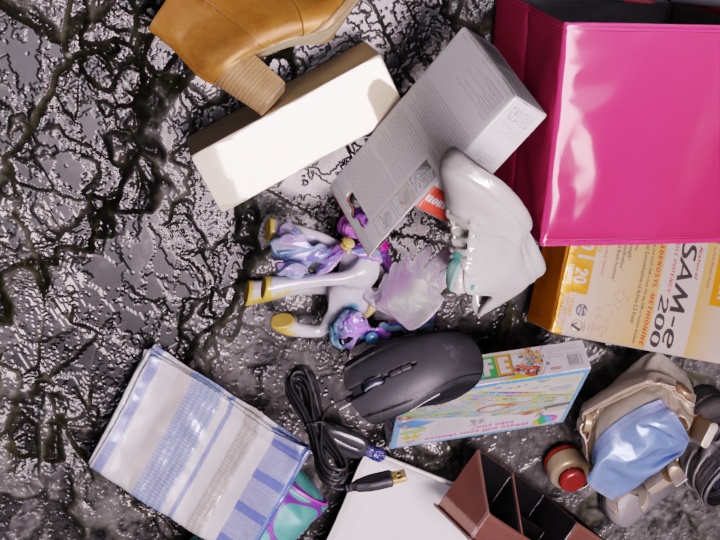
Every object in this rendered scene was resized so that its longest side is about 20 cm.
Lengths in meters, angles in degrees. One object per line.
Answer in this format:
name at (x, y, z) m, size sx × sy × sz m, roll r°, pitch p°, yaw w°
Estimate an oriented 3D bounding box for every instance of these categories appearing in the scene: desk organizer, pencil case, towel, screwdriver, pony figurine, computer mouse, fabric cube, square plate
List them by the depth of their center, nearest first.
fabric cube at (0.239, -0.151, 1.177) m, size 0.194 × 0.200 × 0.202 m, roll -3°, pitch 112°, yaw -12°
computer mouse at (0.036, 0.130, 1.189) m, size 0.198 × 0.046 × 0.142 m, roll -13°, pitch 68°, yaw -10°
pony figurine at (0.000, 0.000, 1.222) m, size 0.198 × 0.168 × 0.194 m, roll 5°, pitch 140°, yaw -17°
towel at (-0.165, 0.186, 1.257) m, size 0.199 × 0.024 × 0.148 m, roll 31°, pitch 97°, yaw 6°
pencil case at (-0.129, 0.284, 1.311) m, size 0.200 × 0.085 × 0.092 m, roll -45°, pitch 143°, yaw 5°
screwdriver at (0.040, 0.203, 1.322) m, size 0.198 × 0.029 × 0.028 m, roll 22°, pitch 73°, yaw -9°
desk organizer at (0.178, 0.277, 1.351) m, size 0.199 × 0.072 × 0.077 m, roll 37°, pitch 90°, yaw -38°
square plate at (0.050, 0.313, 1.390) m, size 0.196 × 0.028 × 0.202 m, roll 21°, pitch 103°, yaw -17°

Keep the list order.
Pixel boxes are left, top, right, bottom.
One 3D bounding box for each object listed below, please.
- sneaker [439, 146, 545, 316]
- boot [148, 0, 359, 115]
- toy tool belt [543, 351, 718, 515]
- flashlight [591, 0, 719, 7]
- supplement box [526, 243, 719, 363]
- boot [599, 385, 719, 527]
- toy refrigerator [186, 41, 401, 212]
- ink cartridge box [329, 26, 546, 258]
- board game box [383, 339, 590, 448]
sneaker at (0.102, -0.023, 1.085) m, size 0.088 × 0.075 × 0.200 m, roll -44°, pitch 141°, yaw -6°
boot at (-0.087, -0.256, 1.145) m, size 0.144 × 0.071 × 0.202 m, roll 41°, pitch 77°, yaw -1°
toy tool belt at (0.284, 0.193, 1.324) m, size 0.124 × 0.123 × 0.200 m, roll 30°, pitch 115°, yaw -31°
flashlight at (0.307, -0.263, 1.106) m, size 0.197 × 0.068 × 0.069 m, roll 7°, pitch 114°, yaw 11°
supplement box at (0.287, 0.015, 1.300) m, size 0.198 × 0.073 × 0.128 m, roll 10°, pitch 94°, yaw -15°
boot at (0.353, 0.224, 1.366) m, size 0.069 × 0.132 × 0.201 m, roll 34°, pitch 100°, yaw -22°
toy refrigerator at (-0.061, -0.135, 1.186) m, size 0.199 × 0.076 × 0.070 m, roll -29°, pitch 112°, yaw -1°
ink cartridge box at (0.066, -0.108, 1.132) m, size 0.050 × 0.109 × 0.200 m, roll 21°, pitch 119°, yaw -42°
board game box at (0.128, 0.131, 1.298) m, size 0.197 × 0.035 × 0.135 m, roll -7°, pitch 150°, yaw -10°
